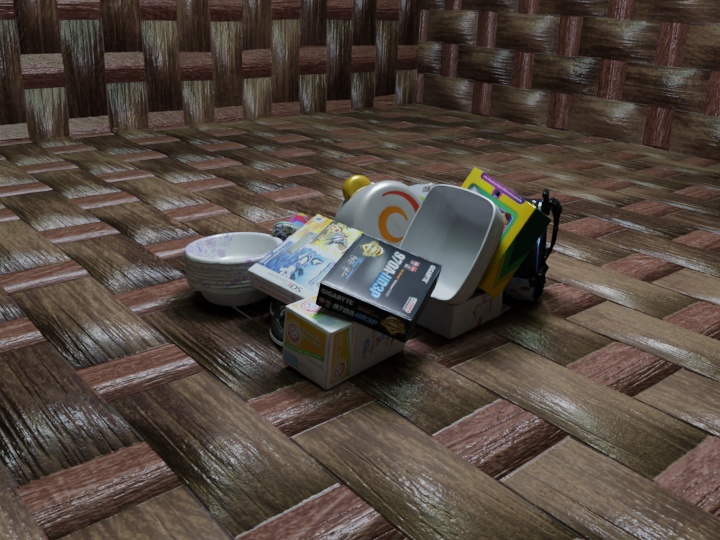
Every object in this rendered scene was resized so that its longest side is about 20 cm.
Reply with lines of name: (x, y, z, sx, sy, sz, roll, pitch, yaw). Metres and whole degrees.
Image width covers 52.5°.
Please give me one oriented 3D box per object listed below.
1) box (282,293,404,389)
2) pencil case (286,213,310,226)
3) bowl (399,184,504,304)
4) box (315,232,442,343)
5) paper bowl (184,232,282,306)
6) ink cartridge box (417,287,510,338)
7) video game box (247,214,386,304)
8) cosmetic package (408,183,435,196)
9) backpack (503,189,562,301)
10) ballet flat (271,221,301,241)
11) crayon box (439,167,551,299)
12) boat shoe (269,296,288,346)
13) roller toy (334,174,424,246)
box: (-0.023, 0.097, 1.205, 0.111, 0.104, 0.198, 24, 30, 35)
pencil case: (-0.155, -0.062, 1.658, 0.086, 0.091, 0.201, 4, 19, 6)
bowl: (0.168, -0.042, 1.323, 0.074, 0.203, 0.199, 26, 1, -37)
box: (0.034, 0.022, 1.188, 0.156, 0.047, 0.200, 23, 31, 11)
paper bowl: (-0.244, 0.000, 1.437, 0.195, 0.107, 0.201, -2, 18, 1)
ink cartridge box: (0.193, 0.054, 1.396, 0.115, 0.069, 0.197, 21, 28, 41)
video game box: (-0.077, -0.011, 1.331, 0.180, 0.048, 0.199, 24, 50, 33)
cosmetic package: (0.194, -0.147, 1.793, 0.197, 0.076, 0.100, 15, -12, -43)
backpack: (0.315, -0.031, 1.458, 0.150, 0.191, 0.204, 8, 65, 22)
ballet flat: (-0.108, -0.038, 1.531, 0.071, 0.074, 0.199, 21, -4, 41)
crayon box: (0.234, -0.075, 1.371, 0.058, 0.174, 0.200, 26, 13, -37)
boat shoe: (-0.129, 0.075, 1.322, 0.072, 0.062, 0.201, -1, 21, -8)
roller toy: (0.039, -0.088, 1.522, 0.196, 0.187, 0.139, 21, -10, -24)
